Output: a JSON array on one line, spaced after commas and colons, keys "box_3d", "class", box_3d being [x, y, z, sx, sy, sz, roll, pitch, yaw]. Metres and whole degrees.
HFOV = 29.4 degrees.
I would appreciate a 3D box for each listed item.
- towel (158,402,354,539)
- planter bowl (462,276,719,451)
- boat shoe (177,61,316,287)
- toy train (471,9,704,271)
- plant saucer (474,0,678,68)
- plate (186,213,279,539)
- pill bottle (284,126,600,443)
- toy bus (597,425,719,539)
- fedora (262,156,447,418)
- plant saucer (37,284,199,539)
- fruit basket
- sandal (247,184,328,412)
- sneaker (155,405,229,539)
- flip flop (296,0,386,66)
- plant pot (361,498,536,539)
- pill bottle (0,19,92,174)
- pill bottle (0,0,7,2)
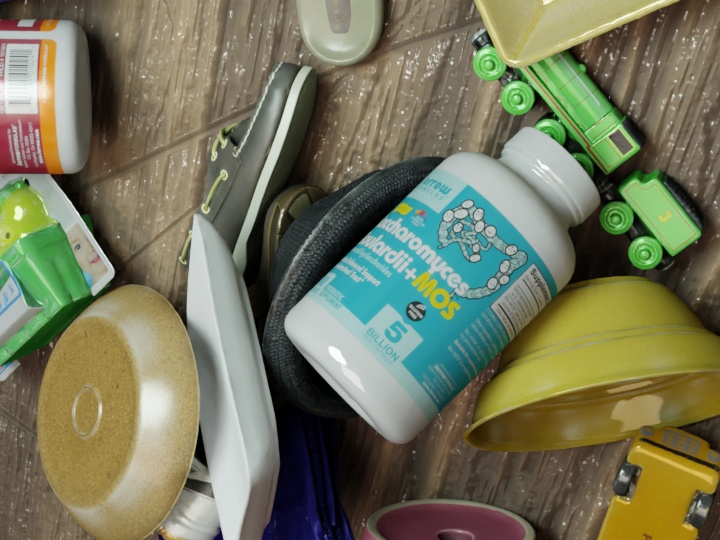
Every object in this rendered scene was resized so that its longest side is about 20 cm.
[{"box_3d": [-0.092, 0.197, 1.089, 0.049, 0.148, 0.200, 21, 136, -39], "class": "towel"}, {"box_3d": [0.159, 0.056, 0.904, 0.200, 0.200, 0.084, -19, 69, 31], "class": "planter bowl"}, {"box_3d": [-0.085, -0.068, 0.993, 0.060, 0.072, 0.202, 27, 125, 7], "class": "boat shoe"}, {"box_3d": [0.150, -0.086, 0.895, 0.056, 0.042, 0.200, -38, 94, 23], "class": "toy train"}, {"box_3d": [0.138, -0.248, 0.812, 0.199, 0.048, 0.201, -20, 100, 31], "class": "plant saucer"}, {"box_3d": [-0.089, 0.092, 0.950, 0.032, 0.200, 0.200, -7, 150, -13], "class": "plate"}, {"box_3d": [0.056, 0.003, 0.855, 0.200, 0.111, 0.111, -45, 91, -8], "class": "pill bottle"}, {"box_3d": [0.202, 0.196, 0.980, 0.065, 0.078, 0.201, 21, 121, 15], "class": "toy bus"}, {"box_3d": [0.000, 0.000, 0.953, 0.092, 0.200, 0.201, 38, 131, 45], "class": "fedora"}, {"box_3d": [-0.196, 0.109, 1.049, 0.200, 0.035, 0.201, -10, 77, 45], "class": "plant saucer"}, {"box_3d": [-0.305, -0.030, 1.103, 0.185, 0.094, 0.200, -37, 91, 34], "class": "fruit basket"}, {"box_3d": [-0.064, 0.022, 1.025, 0.054, 0.082, 0.201, 29, 129, 34], "class": "sandal"}, {"box_3d": [-0.149, 0.123, 1.097, 0.088, 0.076, 0.200, -45, 60, 14], "class": "sneaker"}, {"box_3d": [-0.027, -0.228, 0.897, 0.081, 0.058, 0.201, 5, 116, 23], "class": "flip flop"}, {"box_3d": [0.064, 0.277, 1.030, 0.199, 0.200, 0.180, 6, 100, 23], "class": "plant pot"}, {"box_3d": [-0.301, -0.127, 0.999, 0.199, 0.113, 0.113, 0, 117, -4], "class": "pill bottle"}, {"box_3d": [-0.240, -0.251, 0.950, 0.199, 0.120, 0.120, -7, 110, 28], "class": "pill bottle"}]
